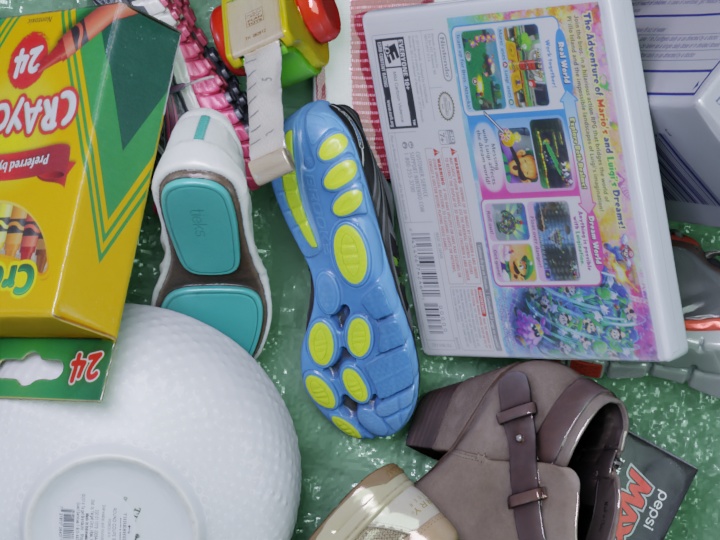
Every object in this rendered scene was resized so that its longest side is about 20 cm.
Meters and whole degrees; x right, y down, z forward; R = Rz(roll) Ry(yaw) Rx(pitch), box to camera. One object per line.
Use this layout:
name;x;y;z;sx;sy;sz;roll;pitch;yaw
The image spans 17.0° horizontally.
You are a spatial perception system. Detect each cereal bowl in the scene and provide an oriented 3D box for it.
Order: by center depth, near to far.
cereal bowl;-0.130;0.125;1.300;0.198;0.083;0.202;0;111;-1

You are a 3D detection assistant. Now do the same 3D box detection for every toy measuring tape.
toy measuring tape;-0.043;-0.108;1.314;0.073;0.074;0.201;1;47;-10

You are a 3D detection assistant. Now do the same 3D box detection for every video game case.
video game case;0.087;-0.050;1.313;0.024;0.181;0.202;-20;104;-43

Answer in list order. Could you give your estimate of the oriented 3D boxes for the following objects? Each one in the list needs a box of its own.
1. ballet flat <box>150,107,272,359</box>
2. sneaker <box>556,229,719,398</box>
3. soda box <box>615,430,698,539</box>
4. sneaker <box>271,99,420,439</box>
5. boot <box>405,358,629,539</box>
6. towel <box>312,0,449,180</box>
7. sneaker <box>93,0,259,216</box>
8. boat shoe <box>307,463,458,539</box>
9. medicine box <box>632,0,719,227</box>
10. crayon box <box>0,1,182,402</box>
ballet flat;-0.080;-0.012;1.311;0.069;0.201;0.070;1;52;-1
sneaker;0.162;0.015;1.399;0.199;0.077;0.082;17;57;-3
soda box;0.114;0.184;1.386;0.070;0.063;0.201;27;86;-9
sneaker;0.000;0.000;1.355;0.070;0.083;0.201;-5;108;21
boot;0.076;0.147;1.334;0.070;0.146;0.202;13;84;-42
towel;0.069;-0.125;1.394;0.198;0.023;0.145;-1;93;-8
sneaker;-0.124;-0.121;1.331;0.074;0.081;0.201;-30;93;8
boat shoe;-0.025;0.198;1.328;0.064;0.071;0.200;43;110;12
medicine box;0.228;-0.128;1.324;0.200;0.182;0.103;-48;109;-12
crayon box;-0.170;-0.034;1.259;0.051;0.126;0.202;24;71;-46
